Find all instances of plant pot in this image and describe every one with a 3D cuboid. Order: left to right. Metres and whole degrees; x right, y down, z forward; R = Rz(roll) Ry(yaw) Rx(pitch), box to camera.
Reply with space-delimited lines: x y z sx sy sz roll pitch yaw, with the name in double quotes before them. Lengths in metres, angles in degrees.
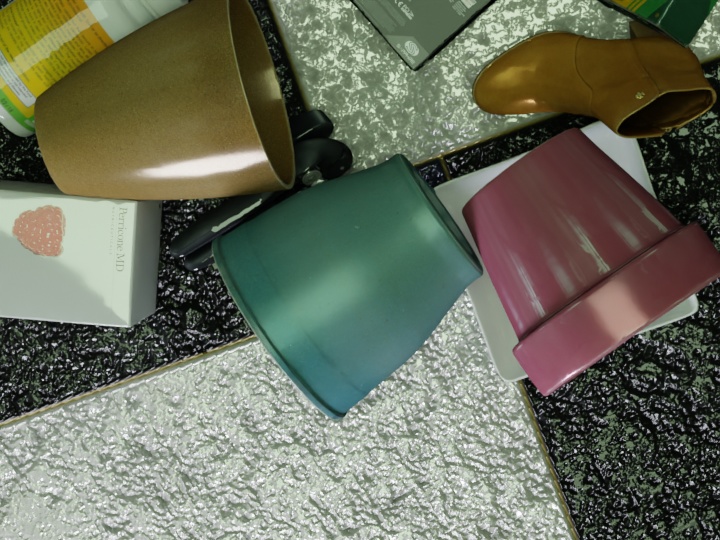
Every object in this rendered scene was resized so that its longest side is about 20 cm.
"plant pot" -0.180 -0.139 1.522 0.200 0.186 0.187 -14 95 8
"plant pot" 0.000 0.000 1.546 0.188 0.200 0.200 -35 92 7
"plant pot" 0.190 -0.016 1.502 0.200 0.200 0.179 -36 83 8

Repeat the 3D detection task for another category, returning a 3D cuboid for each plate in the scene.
"plate" 0.190 -0.020 1.610 0.200 0.032 0.200 -22 95 7

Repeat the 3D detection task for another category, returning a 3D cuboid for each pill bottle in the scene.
"pill bottle" -0.262 -0.222 1.587 0.200 0.111 0.111 -33 93 8

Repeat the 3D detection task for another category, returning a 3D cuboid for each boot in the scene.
"boot" 0.206 -0.159 1.533 0.201 0.144 0.071 -17 125 4

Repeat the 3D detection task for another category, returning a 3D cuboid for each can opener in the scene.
"can opener" -0.093 -0.065 1.624 0.200 0.079 0.063 -40 131 11

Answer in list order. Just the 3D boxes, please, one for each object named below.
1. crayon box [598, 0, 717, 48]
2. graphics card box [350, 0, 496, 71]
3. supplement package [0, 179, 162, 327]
"crayon box" 0.293 -0.312 1.523 0.051 0.127 0.200 27 99 -39
"graphics card box" 0.083 -0.294 1.579 0.200 0.051 0.125 -42 92 7
"supplement package" -0.297 -0.019 1.609 0.200 0.120 0.121 4 96 4
